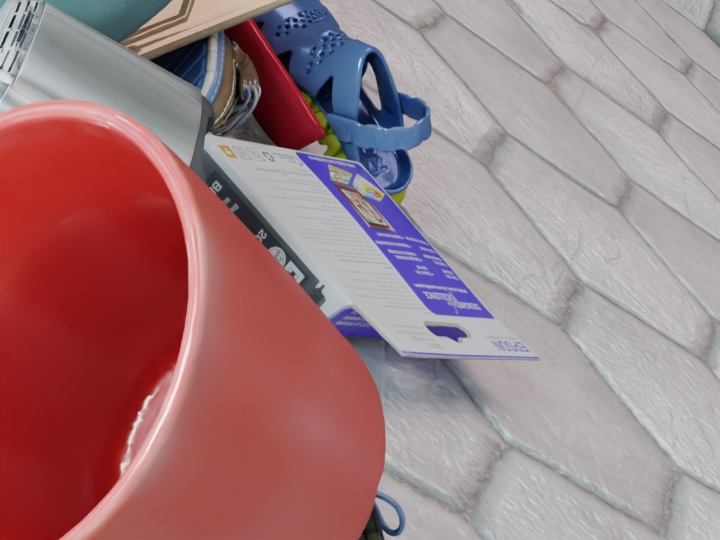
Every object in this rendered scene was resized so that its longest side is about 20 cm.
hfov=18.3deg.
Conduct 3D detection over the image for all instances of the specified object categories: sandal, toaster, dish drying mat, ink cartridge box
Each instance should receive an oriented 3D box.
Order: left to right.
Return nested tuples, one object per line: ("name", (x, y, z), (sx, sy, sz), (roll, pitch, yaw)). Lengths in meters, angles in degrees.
("toaster", (-0.155, -0.054, 1.135), (0.129, 0.114, 0.200), (32, 22, -14))
("dish drying mat", (-0.094, -0.169, 1.534), (0.200, 0.018, 0.077), (57, -21, -6))
("sandal", (-0.013, -0.139, 1.564), (0.079, 0.087, 0.200), (-39, 94, -39))
("ink cartridge box", (0.000, 0.000, 1.425), (0.200, 0.043, 0.198), (47, 19, 24))

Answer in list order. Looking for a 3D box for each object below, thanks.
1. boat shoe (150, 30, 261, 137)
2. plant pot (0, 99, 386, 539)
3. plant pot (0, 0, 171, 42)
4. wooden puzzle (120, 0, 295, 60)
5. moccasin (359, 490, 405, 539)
("boat shoe", (-0.101, -0.129, 1.460), (0.072, 0.072, 0.200), (41, 12, -23))
("plant pot", (-0.094, 0.057, 0.911), (0.177, 0.200, 0.201), (35, 16, -51))
("plant pot", (-0.212, -0.182, 1.269), (0.200, 0.135, 0.200), (37, 18, -14))
("wooden puzzle", (-0.154, -0.214, 1.400), (0.185, 0.200, 0.037), (58, -23, 13))
("moccasin", (-0.014, 0.131, 1.060), (0.080, 0.068, 0.200), (34, 19, -22))
